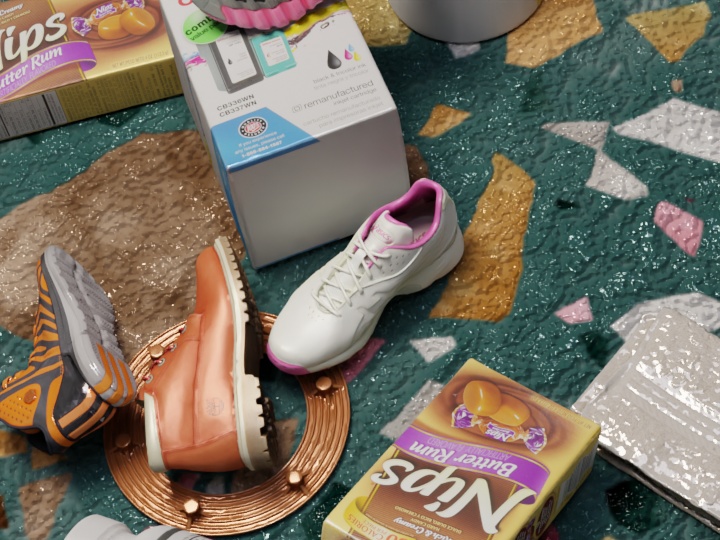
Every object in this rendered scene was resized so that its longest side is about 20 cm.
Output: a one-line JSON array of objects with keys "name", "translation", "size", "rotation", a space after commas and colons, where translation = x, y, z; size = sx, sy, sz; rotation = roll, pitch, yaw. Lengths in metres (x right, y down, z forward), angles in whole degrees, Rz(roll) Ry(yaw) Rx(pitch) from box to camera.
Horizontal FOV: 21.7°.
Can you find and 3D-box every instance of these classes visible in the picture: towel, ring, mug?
[{"name": "towel", "translation": [0.268, 0.120, 1.417], "size": [0.200, 0.035, 0.133], "rotation": [32, 68, 24]}, {"name": "ring", "translation": [-0.107, 0.115, 1.482], "size": [0.199, 0.019, 0.201], "rotation": [-3, 58, 5]}, {"name": "mug", "translation": [0.094, -0.320, 1.645], "size": [0.149, 0.153, 0.187], "rotation": [15, 61, 17]}]

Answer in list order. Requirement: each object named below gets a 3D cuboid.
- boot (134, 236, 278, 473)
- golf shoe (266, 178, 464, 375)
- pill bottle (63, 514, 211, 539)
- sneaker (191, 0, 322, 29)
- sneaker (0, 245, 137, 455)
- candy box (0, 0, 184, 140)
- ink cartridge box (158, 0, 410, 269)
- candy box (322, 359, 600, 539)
[{"name": "boot", "translation": [-0.127, 0.066, 1.465], "size": [0.107, 0.075, 0.201], "rotation": [-11, 58, 7]}, {"name": "golf shoe", "translation": [0.000, 0.000, 1.489], "size": [0.075, 0.092, 0.200], "rotation": [38, 65, 24]}, {"name": "pill bottle", "translation": [-0.118, 0.250, 1.341], "size": [0.199, 0.116, 0.116], "rotation": [17, 62, 18]}, {"name": "sneaker", "translation": [-0.048, -0.259, 1.516], "size": [0.199, 0.079, 0.095], "rotation": [-19, 34, -8]}, {"name": "sneaker", "translation": [-0.253, 0.066, 1.498], "size": [0.112, 0.078, 0.200], "rotation": [-40, 36, 11]}, {"name": "candy box", "translation": [-0.265, -0.193, 1.674], "size": [0.199, 0.057, 0.117], "rotation": [-14, 57, -2]}, {"name": "ink cartridge box", "translation": [-0.063, -0.139, 1.557], "size": [0.146, 0.146, 0.201], "rotation": [-20, 57, -6]}, {"name": "candy box", "translation": [0.075, 0.163, 1.364], "size": [0.116, 0.057, 0.200], "rotation": [27, 49, 22]}]
